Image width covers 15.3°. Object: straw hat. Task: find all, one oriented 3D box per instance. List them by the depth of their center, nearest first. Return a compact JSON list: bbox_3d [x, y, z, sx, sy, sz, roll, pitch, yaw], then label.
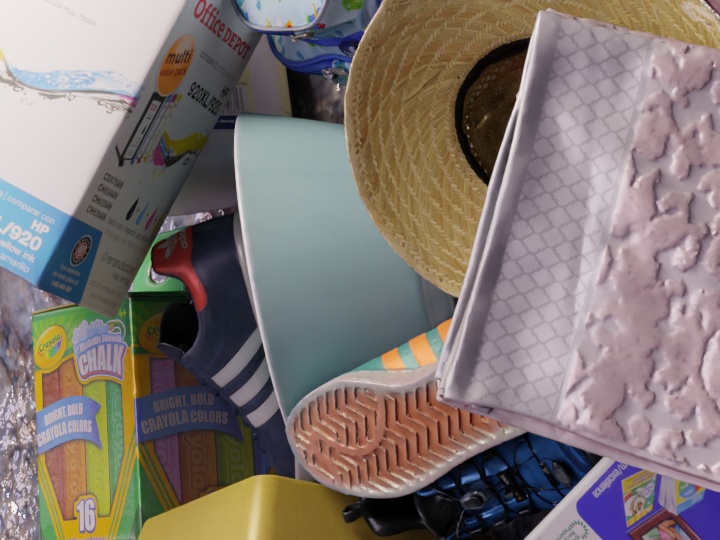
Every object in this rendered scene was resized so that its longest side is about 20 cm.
[{"bbox_3d":[0.095,-0.068,1.317,0.085,0.199,0.203,5,-95,-82],"label":"straw hat"}]

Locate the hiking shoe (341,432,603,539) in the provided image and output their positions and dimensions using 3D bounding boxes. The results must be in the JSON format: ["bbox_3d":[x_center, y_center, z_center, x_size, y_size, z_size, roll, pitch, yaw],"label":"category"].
[{"bbox_3d":[0.075,0.115,1.437,0.075,0.087,0.200,54,152,-13],"label":"hiking shoe"}]

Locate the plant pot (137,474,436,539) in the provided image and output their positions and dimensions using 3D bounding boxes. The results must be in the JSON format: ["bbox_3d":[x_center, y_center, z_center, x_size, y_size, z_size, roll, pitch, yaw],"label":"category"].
[{"bbox_3d":[-0.041,0.225,1.543,0.200,0.199,0.178,-26,58,50],"label":"plant pot"}]

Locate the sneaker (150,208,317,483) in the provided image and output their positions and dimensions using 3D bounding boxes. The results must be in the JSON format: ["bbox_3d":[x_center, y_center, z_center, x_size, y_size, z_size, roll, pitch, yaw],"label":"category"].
[{"bbox_3d":[-0.076,0.055,1.614,0.075,0.084,0.201,-92,-11,-62],"label":"sneaker"}]

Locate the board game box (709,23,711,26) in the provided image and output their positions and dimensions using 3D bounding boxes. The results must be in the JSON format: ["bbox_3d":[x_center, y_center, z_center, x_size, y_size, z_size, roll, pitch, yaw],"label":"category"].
[{"bbox_3d":[0.160,-0.026,1.349,0.151,0.036,0.202,24,114,49],"label":"board game box"}]

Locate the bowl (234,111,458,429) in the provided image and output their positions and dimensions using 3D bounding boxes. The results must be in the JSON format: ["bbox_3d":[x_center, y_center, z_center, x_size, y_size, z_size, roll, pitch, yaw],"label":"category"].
[{"bbox_3d":[0.000,0.000,1.511,0.201,0.104,0.203,-12,-90,-84],"label":"bowl"}]

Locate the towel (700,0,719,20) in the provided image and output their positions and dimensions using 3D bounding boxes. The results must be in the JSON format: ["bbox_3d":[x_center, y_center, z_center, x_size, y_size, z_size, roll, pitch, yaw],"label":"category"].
[{"bbox_3d":[0.152,-0.082,1.416,0.201,0.034,0.193,59,136,32],"label":"towel"}]

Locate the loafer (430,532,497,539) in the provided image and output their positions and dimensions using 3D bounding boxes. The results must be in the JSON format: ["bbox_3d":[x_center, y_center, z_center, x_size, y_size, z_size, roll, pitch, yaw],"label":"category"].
[{"bbox_3d":[0.053,0.193,1.437,0.068,0.200,0.076,-30,100,25],"label":"loafer"}]

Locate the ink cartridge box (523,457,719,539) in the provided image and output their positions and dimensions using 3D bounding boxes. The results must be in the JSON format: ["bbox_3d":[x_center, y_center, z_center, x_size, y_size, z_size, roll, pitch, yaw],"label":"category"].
[{"bbox_3d":[0.179,0.176,1.330,0.200,0.043,0.198,46,131,8],"label":"ink cartridge box"}]

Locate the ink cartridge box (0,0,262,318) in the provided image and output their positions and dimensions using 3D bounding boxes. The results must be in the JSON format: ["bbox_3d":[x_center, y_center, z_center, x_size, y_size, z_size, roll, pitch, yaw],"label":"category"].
[{"bbox_3d":[-0.173,-0.100,1.535,0.144,0.147,0.201,27,88,15],"label":"ink cartridge box"}]

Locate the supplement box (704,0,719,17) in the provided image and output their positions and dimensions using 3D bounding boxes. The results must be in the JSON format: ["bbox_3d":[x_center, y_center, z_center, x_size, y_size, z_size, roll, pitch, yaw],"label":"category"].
[{"bbox_3d":[0.185,-0.211,1.320,0.200,0.085,0.111,53,128,40],"label":"supplement box"}]

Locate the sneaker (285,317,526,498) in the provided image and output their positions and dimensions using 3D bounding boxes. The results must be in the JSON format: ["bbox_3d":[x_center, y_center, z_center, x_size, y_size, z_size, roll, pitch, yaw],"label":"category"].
[{"bbox_3d":[0.050,0.062,1.397,0.199,0.080,0.072,-21,99,40],"label":"sneaker"}]

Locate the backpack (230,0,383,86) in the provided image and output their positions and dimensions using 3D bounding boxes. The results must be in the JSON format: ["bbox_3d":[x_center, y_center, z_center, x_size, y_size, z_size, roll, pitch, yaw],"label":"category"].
[{"bbox_3d":[0.011,-0.189,1.493,0.200,0.146,0.185,-1,77,66],"label":"backpack"}]

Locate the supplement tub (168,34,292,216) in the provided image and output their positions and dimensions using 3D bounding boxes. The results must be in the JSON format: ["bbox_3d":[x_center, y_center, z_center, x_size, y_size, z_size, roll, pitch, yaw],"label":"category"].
[{"bbox_3d":[-0.120,-0.146,1.682,0.145,0.144,0.202,-22,72,51],"label":"supplement tub"}]

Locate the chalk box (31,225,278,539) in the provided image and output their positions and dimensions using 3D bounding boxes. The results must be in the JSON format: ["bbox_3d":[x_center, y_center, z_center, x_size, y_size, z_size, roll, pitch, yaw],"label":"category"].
[{"bbox_3d":[-0.127,0.074,1.705,0.124,0.123,0.202,-13,79,52],"label":"chalk box"}]

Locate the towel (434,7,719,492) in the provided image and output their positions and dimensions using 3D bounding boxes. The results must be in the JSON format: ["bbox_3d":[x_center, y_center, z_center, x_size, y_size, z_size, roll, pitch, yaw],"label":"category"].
[{"bbox_3d":[0.148,-0.007,1.251,0.190,0.032,0.202,15,92,7],"label":"towel"}]
